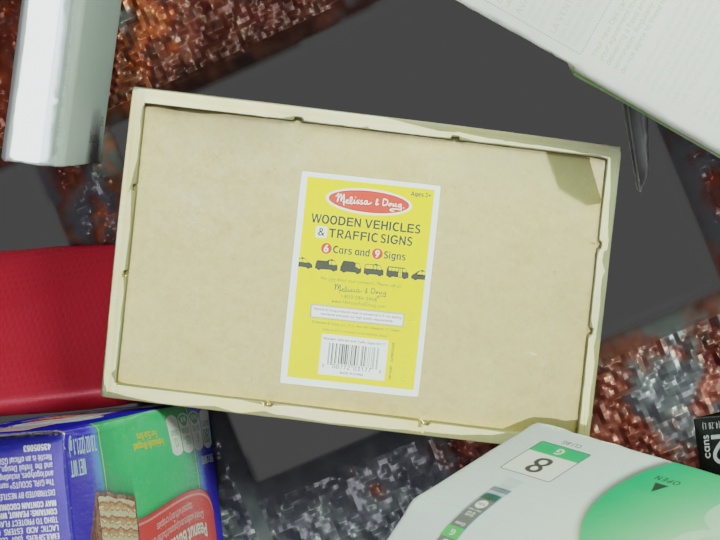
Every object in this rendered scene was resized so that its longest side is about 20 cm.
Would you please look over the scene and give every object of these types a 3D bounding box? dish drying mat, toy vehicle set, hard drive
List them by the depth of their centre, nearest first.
[{"bbox_3d":[-0.110,-0.143,1.208,0.026,0.132,0.202,8,93,2],"label":"hard drive"},{"bbox_3d":[0.000,0.000,1.214,0.198,0.027,0.125,7,92,-1],"label":"toy vehicle set"},{"bbox_3d":[-0.184,0.030,1.274,0.199,0.018,0.077,-5,59,13],"label":"dish drying mat"}]

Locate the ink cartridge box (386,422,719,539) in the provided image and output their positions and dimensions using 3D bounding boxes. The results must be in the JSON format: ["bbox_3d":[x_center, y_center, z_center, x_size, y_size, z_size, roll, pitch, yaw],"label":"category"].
[{"bbox_3d":[0.062,0.129,1.093,0.160,0.199,0.050,15,121,42],"label":"ink cartridge box"}]

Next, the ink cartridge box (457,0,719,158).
[{"bbox_3d":[0.115,-0.141,1.170,0.199,0.048,0.146,29,98,-6],"label":"ink cartridge box"}]

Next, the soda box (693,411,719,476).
[{"bbox_3d":[0.230,0.075,1.135,0.199,0.071,0.064,-7,90,33],"label":"soda box"}]

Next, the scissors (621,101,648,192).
[{"bbox_3d":[0.100,-0.136,1.221,0.073,0.014,0.202,10,94,11],"label":"scissors"}]

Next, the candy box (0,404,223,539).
[{"bbox_3d":[-0.108,0.158,1.195,0.076,0.169,0.202,-5,90,17],"label":"candy box"}]
